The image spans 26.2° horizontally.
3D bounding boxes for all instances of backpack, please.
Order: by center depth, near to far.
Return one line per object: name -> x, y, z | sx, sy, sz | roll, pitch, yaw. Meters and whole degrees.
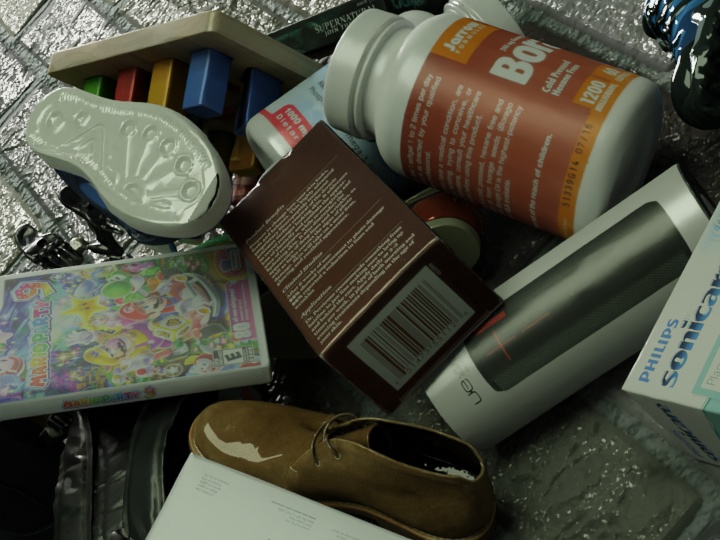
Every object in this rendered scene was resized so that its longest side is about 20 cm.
backpack -> -0.128, 0.155, 1.030 | 0.167, 0.127, 0.200 | -29, 37, 26

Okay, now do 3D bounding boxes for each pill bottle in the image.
pill bottle -> 0.082, -0.099, 0.993 | 0.200, 0.112, 0.112 | 22, 72, 20
pill bottle -> 0.025, -0.118, 1.121 | 0.200, 0.109, 0.109 | -36, 36, -6

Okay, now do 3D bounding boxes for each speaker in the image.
speaker -> 0.130, 0.025, 0.926 | 0.200, 0.081, 0.081 | -35, 38, 17

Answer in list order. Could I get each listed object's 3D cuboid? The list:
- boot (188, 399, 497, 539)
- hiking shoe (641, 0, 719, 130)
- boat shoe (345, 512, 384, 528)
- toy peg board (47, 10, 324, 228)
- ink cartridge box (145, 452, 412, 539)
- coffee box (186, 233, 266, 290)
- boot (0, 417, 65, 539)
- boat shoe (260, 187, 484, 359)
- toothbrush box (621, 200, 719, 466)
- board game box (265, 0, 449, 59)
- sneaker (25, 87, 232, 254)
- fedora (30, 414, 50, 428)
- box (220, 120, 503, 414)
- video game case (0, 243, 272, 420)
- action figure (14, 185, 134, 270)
boot -> -0.014, 0.106, 0.928 | 0.200, 0.075, 0.074 | 14, 52, 18
hiking shoe -> 0.225, -0.156, 1.011 | 0.087, 0.074, 0.200 | -23, 33, 41
boat shoe -> -0.027, 0.194, 0.948 | 0.072, 0.060, 0.200 | -2, 56, 45
toy peg board -> -0.114, -0.106, 1.214 | 0.199, 0.200, 0.098 | -5, 72, 43
ink cartridge box -> -0.039, 0.222, 0.849 | 0.200, 0.084, 0.176 | 19, 68, 24
coffee box -> -0.150, 0.025, 1.140 | 0.200, 0.044, 0.123 | -28, 9, -30
boot -> -0.281, 0.169, 1.103 | 0.165, 0.200, 0.066 | -47, 58, 1
boat shoe -> 0.000, 0.000, 1.089 | 0.200, 0.071, 0.063 | -28, 33, 25
toothbrush box -> 0.257, 0.037, 0.781 | 0.200, 0.085, 0.146 | 13, 67, 51
board game box -> -0.017, -0.194, 1.244 | 0.200, 0.028, 0.135 | -14, 7, 39
sneaker -> -0.129, -0.053, 1.076 | 0.200, 0.146, 0.081 | 26, 81, 38
fedora -> -0.326, 0.141, 1.194 | 0.082, 0.201, 0.201 | 42, 90, 17
box -> -0.005, -0.007, 0.972 | 0.100, 0.075, 0.200 | -45, 35, 4
video game case -> -0.164, 0.039, 1.022 | 0.200, 0.018, 0.143 | -8, 36, -4
action figure -> -0.216, 0.019, 1.248 | 0.119, 0.200, 0.102 | -41, 71, -18
